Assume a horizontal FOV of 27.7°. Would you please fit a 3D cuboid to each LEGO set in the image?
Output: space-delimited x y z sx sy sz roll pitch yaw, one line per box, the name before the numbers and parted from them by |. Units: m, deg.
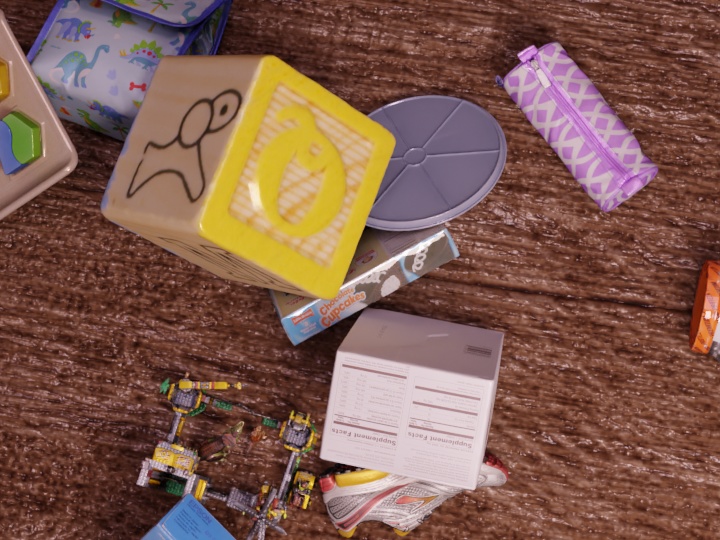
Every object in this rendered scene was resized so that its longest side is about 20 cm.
LEGO set | -0.143 0.192 1.540 0.199 0.116 0.155 25 82 9

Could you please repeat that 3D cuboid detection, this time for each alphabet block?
alphabet block | -0.118 -0.099 1.515 0.199 0.196 0.197 12 78 51

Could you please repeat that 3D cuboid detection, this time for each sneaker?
sneaker | 0.059 0.233 1.546 0.198 0.078 0.083 -11 93 6

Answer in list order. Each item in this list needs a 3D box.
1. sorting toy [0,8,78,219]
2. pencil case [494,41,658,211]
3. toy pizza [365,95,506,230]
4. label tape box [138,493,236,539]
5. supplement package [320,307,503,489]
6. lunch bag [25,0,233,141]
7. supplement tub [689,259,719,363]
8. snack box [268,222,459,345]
sorting toy | -0.419 -0.156 1.592 0.184 0.036 0.201 -29 84 23
pencil case | 0.239 -0.160 1.592 0.084 0.086 0.200 -37 79 -4
toy pizza | 0.062 -0.113 1.592 0.198 0.032 0.201 -9 48 10
label tape box | -0.192 0.342 1.518 0.144 0.063 0.200 45 127 0
supplement package | 0.057 0.124 1.476 0.154 0.200 0.112 11 103 6
lunch bag | -0.256 -0.257 1.638 0.169 0.128 0.201 22 70 11
supplement tub | 0.449 0.054 1.514 0.198 0.123 0.124 10 80 6
snack box | 0.000 0.000 1.567 0.199 0.116 0.037 -28 111 -1
